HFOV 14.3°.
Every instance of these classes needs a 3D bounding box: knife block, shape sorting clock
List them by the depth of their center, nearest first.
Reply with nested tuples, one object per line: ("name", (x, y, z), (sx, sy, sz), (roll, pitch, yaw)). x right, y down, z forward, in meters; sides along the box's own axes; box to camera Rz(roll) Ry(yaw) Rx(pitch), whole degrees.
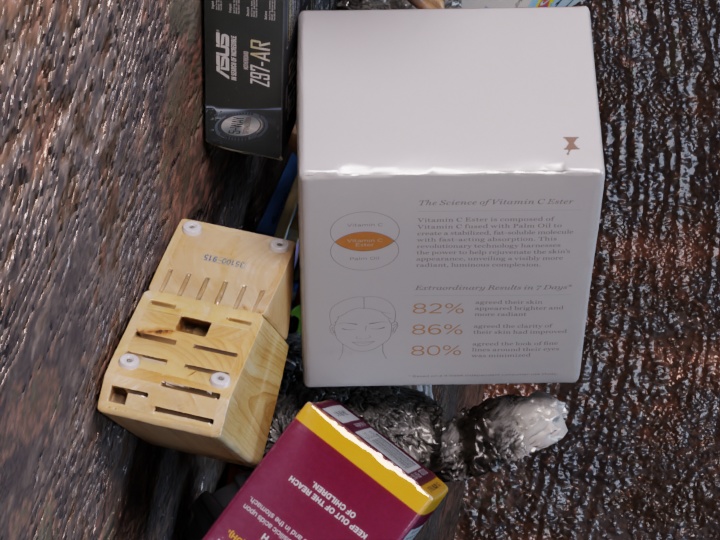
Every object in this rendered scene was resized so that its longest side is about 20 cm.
("knife block", (-0.080, 0.073, 1.486), (0.200, 0.064, 0.176), (-69, 168, -53))
("shape sorting clock", (-0.045, 0.015, 1.760), (0.200, 0.039, 0.200), (12, 90, -82))

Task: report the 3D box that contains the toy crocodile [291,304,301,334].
("toy crocodile", (0.000, 0.000, 1.704), (0.068, 0.062, 0.200), (-4, 107, -76))

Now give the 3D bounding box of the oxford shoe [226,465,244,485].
("oxford shoe", (-0.070, 0.195, 1.751), (0.200, 0.071, 0.073), (-66, 172, -57))

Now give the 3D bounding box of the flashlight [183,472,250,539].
("flashlight", (-0.032, 0.199, 1.628), (0.200, 0.068, 0.068), (50, -21, 45))

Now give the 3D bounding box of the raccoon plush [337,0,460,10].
("raccoon plush", (0.007, -0.178, 1.726), (0.200, 0.097, 0.134), (150, -55, -65))

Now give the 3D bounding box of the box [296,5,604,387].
("box", (0.043, -0.035, 1.490), (0.200, 0.152, 0.106), (92, -2, -56))

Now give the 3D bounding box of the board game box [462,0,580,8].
("board game box", (0.123, -0.236, 1.801), (0.200, 0.103, 0.105), (-35, 160, -47))

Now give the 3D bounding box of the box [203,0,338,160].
("box", (-0.039, -0.182, 1.471), (0.200, 0.043, 0.160), (93, 12, -51))

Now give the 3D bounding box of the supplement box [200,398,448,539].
("supplement box", (-0.048, 0.171, 1.524), (0.200, 0.086, 0.110), (-53, 174, 2))

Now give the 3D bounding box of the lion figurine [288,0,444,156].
("lion figurine", (0.025, -0.078, 1.583), (0.072, 0.122, 0.200), (-52, -178, -34))

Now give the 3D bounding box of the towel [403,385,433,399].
("towel", (0.006, 0.041, 1.785), (0.147, 0.024, 0.200), (131, -41, -54))

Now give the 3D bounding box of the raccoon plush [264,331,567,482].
("raccoon plush", (0.005, 0.061, 1.621), (0.097, 0.200, 0.134), (-68, 134, -75))
